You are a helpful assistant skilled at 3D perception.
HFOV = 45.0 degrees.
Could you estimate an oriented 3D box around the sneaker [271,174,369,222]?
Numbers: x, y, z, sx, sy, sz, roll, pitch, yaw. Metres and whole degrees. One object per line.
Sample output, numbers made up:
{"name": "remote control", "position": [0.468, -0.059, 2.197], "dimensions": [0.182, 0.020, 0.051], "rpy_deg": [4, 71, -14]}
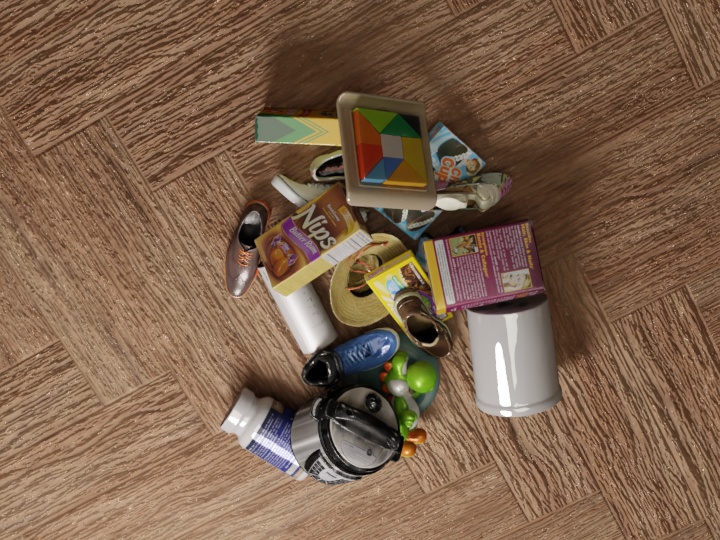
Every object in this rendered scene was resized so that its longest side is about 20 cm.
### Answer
{"name": "sneaker", "position": [-0.074, -0.137, 1.653], "dimensions": [0.199, 0.073, 0.071], "rpy_deg": [31, 96, -16]}

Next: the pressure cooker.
{"name": "pressure cooker", "position": [-0.024, 0.306, 1.651], "dimensions": [0.175, 0.200, 0.180], "rpy_deg": [-14, 81, -36]}

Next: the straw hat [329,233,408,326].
{"name": "straw hat", "position": [0.000, 0.000, 1.670], "dimensions": [0.200, 0.085, 0.202], "rpy_deg": [-20, 127, -28]}

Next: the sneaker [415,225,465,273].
{"name": "sneaker", "position": [0.204, -0.040, 1.663], "dimensions": [0.199, 0.078, 0.091], "rpy_deg": [0, 103, 1]}

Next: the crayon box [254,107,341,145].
{"name": "crayon box", "position": [-0.086, -0.262, 1.582], "dimensions": [0.199, 0.127, 0.051], "rpy_deg": [3, 107, 0]}

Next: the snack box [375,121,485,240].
{"name": "snack box", "position": [0.126, -0.167, 1.635], "dimensions": [0.116, 0.037, 0.200], "rpy_deg": [36, 104, -25]}

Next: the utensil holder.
{"name": "utensil holder", "position": [0.292, 0.154, 1.670], "dimensions": [0.169, 0.170, 0.201], "rpy_deg": [-9, 103, 4]}

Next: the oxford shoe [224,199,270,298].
{"name": "oxford shoe", "position": [-0.226, -0.036, 1.677], "dimensions": [0.071, 0.073, 0.201], "rpy_deg": [14, 106, -2]}

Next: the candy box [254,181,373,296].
{"name": "candy box", "position": [-0.087, -0.056, 1.579], "dimensions": [0.199, 0.056, 0.117], "rpy_deg": [-33, 58, 13]}

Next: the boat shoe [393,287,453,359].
{"name": "boat shoe", "position": [0.124, 0.122, 1.672], "dimensions": [0.074, 0.075, 0.202], "rpy_deg": [-32, 132, 12]}

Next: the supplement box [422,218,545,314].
{"name": "supplement box", "position": [0.222, -0.005, 1.581], "dimensions": [0.199, 0.103, 0.132], "rpy_deg": [-10, 81, 4]}

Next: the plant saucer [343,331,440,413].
{"name": "plant saucer", "position": [0.063, 0.224, 1.763], "dimensions": [0.199, 0.036, 0.201], "rpy_deg": [0, 106, 1]}

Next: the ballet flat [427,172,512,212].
{"name": "ballet flat", "position": [0.194, -0.136, 1.604], "dimensions": [0.199, 0.071, 0.070], "rpy_deg": [-7, 121, -11]}

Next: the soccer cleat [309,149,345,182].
{"name": "soccer cleat", "position": [0.001, -0.205, 1.616], "dimensions": [0.199, 0.085, 0.069], "rpy_deg": [-13, 105, 6]}

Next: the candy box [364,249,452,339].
{"name": "candy box", "position": [0.095, 0.050, 1.670], "dimensions": [0.102, 0.026, 0.200], "rpy_deg": [-27, 133, 11]}

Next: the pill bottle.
{"name": "pill bottle", "position": [-0.176, 0.328, 1.757], "dimensions": [0.199, 0.116, 0.116], "rpy_deg": [33, 104, -8]}

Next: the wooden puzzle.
{"name": "wooden puzzle", "position": [0.051, -0.210, 1.523], "dimensions": [0.184, 0.037, 0.201], "rpy_deg": [1, 79, -30]}

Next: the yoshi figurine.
{"name": "yoshi figurine", "position": [0.105, 0.257, 1.701], "dimensions": [0.111, 0.112, 0.201], "rpy_deg": [-11, 109, -21]}

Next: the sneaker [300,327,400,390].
{"name": "sneaker", "position": [-0.022, 0.173, 1.685], "dimensions": [0.199, 0.111, 0.077], "rpy_deg": [-20, 91, 18]}

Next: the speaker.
{"name": "speaker", "position": [-0.121, 0.061, 1.698], "dimensions": [0.081, 0.081, 0.201], "rpy_deg": [-25, 104, 8]}
